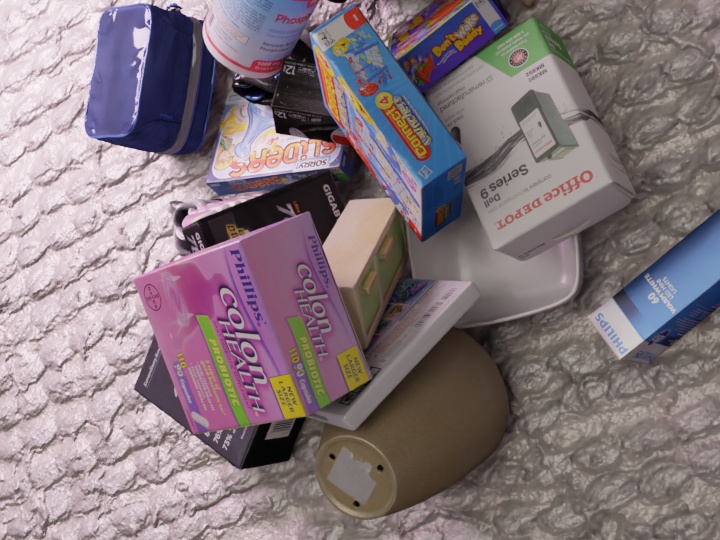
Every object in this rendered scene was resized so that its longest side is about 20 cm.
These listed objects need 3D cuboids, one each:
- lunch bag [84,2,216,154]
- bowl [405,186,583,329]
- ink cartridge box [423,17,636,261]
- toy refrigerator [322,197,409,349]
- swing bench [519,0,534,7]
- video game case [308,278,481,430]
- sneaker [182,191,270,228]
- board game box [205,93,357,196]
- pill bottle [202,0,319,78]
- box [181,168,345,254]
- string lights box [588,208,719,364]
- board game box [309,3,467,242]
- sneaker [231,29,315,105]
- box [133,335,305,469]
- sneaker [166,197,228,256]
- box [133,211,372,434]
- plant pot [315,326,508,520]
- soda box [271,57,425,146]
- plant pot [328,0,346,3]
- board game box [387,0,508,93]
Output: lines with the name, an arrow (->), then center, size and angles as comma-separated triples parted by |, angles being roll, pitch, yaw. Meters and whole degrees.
lunch bag -> -0.266, -0.255, 1.572 | 0.135, 0.131, 0.203 | 9, 89, 46
bowl -> 0.155, -0.039, 1.334 | 0.198, 0.074, 0.202 | -14, 77, 29
ink cartridge box -> 0.175, -0.133, 1.246 | 0.145, 0.084, 0.202 | -31, 69, 23
toy refrigerator -> 0.000, 0.000, 1.291 | 0.069, 0.200, 0.077 | -1, 119, 19
swing bench -> 0.174, -0.446, 1.343 | 0.199, 0.129, 0.200 | -47, 64, 17
video game case -> 0.012, 0.081, 1.261 | 0.200, 0.024, 0.181 | -45, 20, -20
sneaker -> -0.119, -0.048, 1.437 | 0.080, 0.198, 0.090 | 2, 101, 52
board game box -> -0.091, -0.168, 1.490 | 0.198, 0.034, 0.137 | -5, 61, 29
pill bottle -> -0.099, -0.323, 1.359 | 0.109, 0.108, 0.200 | 61, 141, 21
box -> -0.080, 0.009, 1.365 | 0.050, 0.197, 0.202 | -17, 95, 55
string lights box -> 0.336, 0.011, 1.207 | 0.200, 0.102, 0.059 | -42, 66, 18
board game box -> 0.030, -0.147, 1.244 | 0.056, 0.200, 0.197 | -34, 76, -5
sneaker -> -0.138, -0.278, 1.506 | 0.112, 0.073, 0.199 | -47, 53, -9
box -> -0.160, 0.127, 1.469 | 0.199, 0.104, 0.149 | 32, 106, 29
sneaker -> -0.163, -0.017, 1.488 | 0.075, 0.114, 0.200 | -49, 63, 19
box -> -0.112, 0.058, 1.198 | 0.199, 0.096, 0.178 | -15, 97, 47
plant pot -> 0.037, 0.175, 1.269 | 0.185, 0.200, 0.190 | 10, 113, 24
soda box -> -0.001, -0.187, 1.395 | 0.197, 0.063, 0.072 | 10, 67, 6
plant pot -> -0.070, -0.438, 1.455 | 0.198, 0.200, 0.201 | 37, 102, 20
board game box -> 0.093, -0.265, 1.327 | 0.134, 0.200, 0.045 | -37, 105, 15
